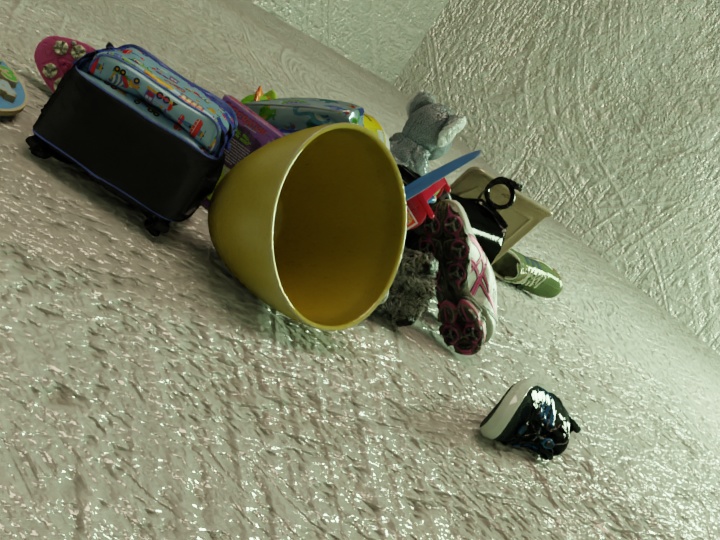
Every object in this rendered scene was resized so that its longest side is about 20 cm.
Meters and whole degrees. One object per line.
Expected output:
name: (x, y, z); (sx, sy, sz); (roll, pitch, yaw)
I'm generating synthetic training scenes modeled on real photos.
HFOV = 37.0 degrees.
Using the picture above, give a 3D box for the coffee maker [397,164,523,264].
coffee maker: (0.104, -0.074, 1.513); (0.134, 0.193, 0.200); (21, 0, 38)

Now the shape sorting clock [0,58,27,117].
shape sorting clock: (-0.421, -0.220, 1.068); (0.199, 0.039, 0.200); (33, 14, -9)

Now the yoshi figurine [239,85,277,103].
yoshi figurine: (-0.154, -0.190, 1.539); (0.200, 0.112, 0.112); (-41, 106, -89)

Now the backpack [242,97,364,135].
backpack: (-0.062, -0.142, 1.353); (0.182, 0.148, 0.200); (4, 4, 10)

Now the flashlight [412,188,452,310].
flashlight: (0.108, -0.016, 1.403); (0.068, 0.068, 0.200); (18, -34, 44)

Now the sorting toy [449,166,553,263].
sorting toy: (0.171, -0.072, 1.676); (0.185, 0.200, 0.037); (25, 39, -37)

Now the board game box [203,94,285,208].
board game box: (-0.106, -0.095, 1.230); (0.200, 0.120, 0.032); (38, 15, 9)

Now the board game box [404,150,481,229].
board game box: (0.063, -0.076, 1.275); (0.039, 0.199, 0.158); (60, -18, -7)

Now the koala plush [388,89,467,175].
koala plush: (0.114, -0.240, 2.082); (0.183, 0.200, 0.177); (23, 19, -41)

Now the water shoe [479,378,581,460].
water shoe: (0.196, 0.166, 1.180); (0.079, 0.072, 0.200); (42, 15, 19)

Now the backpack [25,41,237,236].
backpack: (-0.216, -0.143, 1.105); (0.182, 0.135, 0.200); (34, 13, -4)

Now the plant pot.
plant pot: (-0.069, -0.049, 1.081); (0.141, 0.201, 0.200); (9, -6, 40)

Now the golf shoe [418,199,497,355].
golf shoe: (0.126, 0.000, 1.349); (0.072, 0.201, 0.092); (2, 25, 32)

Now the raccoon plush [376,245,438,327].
raccoon plush: (0.000, 0.000, 1.289); (0.133, 0.097, 0.200); (18, 3, -26)

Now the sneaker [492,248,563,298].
sneaker: (0.290, 0.003, 1.990); (0.200, 0.067, 0.090); (32, 21, -11)

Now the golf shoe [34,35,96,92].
golf shoe: (-0.296, -0.203, 1.279); (0.200, 0.075, 0.092); (36, -2, -7)

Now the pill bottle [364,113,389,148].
pill bottle: (-0.020, -0.225, 1.896); (0.112, 0.113, 0.200); (39, 14, 15)
